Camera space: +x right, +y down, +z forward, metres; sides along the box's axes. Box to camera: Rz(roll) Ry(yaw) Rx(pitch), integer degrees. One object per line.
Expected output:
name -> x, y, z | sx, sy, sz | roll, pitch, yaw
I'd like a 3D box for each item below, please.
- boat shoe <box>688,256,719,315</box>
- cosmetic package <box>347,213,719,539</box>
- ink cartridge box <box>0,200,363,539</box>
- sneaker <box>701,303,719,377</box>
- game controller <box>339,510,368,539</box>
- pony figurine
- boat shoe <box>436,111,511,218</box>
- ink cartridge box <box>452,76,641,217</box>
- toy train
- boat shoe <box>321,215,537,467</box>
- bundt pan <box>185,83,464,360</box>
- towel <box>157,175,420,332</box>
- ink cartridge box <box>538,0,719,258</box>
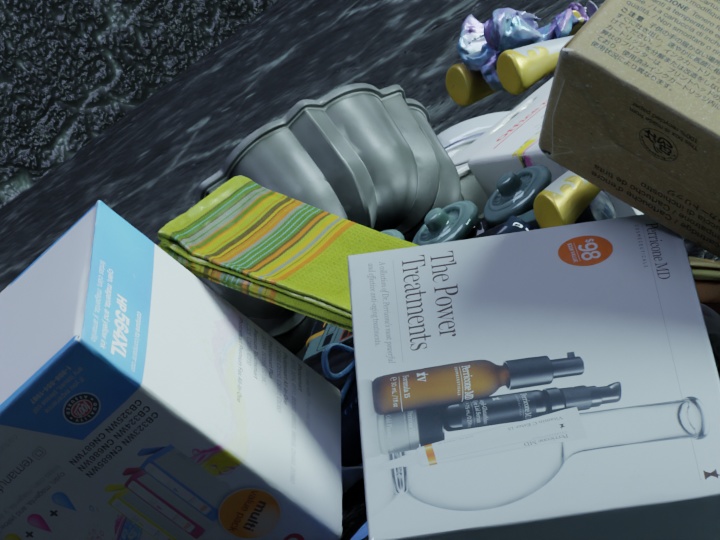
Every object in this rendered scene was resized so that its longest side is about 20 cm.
boat shoe -> 0.100, 0.028, 1.378 | 0.199, 0.068, 0.072 | -5, 4, -20
cosmetic package -> 0.074, 0.057, 1.196 | 0.150, 0.052, 0.200 | -7, 35, 1
ink cartridge box -> -0.103, 0.093, 1.445 | 0.128, 0.200, 0.125 | -42, 24, 23
sneaker -> 0.083, 0.091, 1.288 | 0.200, 0.078, 0.099 | -30, 2, -28
game controller -> 0.039, 0.103, 1.399 | 0.104, 0.042, 0.200 | -22, 17, 45
pony figurine -> 0.152, -0.113, 1.547 | 0.199, 0.193, 0.167 | -15, -36, -27
boat shoe -> 0.041, -0.031, 1.884 | 0.199, 0.071, 0.070 | -28, 40, 10
ink cartridge box -> 0.147, -0.076, 1.746 | 0.116, 0.068, 0.200 | -38, 14, -21
toy train -> 0.056, 0.018, 1.612 | 0.199, 0.085, 0.114 | -24, 27, 32
boat shoe -> 0.033, 0.044, 1.531 | 0.200, 0.069, 0.084 | -39, -1, 16
bundt pan -> -0.018, -0.013, 1.733 | 0.201, 0.076, 0.202 | -28, -33, -20
towel -> 0.000, 0.000, 1.462 | 0.199, 0.018, 0.086 | 20, 36, 22
ink cartridge box -> 0.205, -0.074, 1.249 | 0.165, 0.200, 0.075 | -47, -19, -33
